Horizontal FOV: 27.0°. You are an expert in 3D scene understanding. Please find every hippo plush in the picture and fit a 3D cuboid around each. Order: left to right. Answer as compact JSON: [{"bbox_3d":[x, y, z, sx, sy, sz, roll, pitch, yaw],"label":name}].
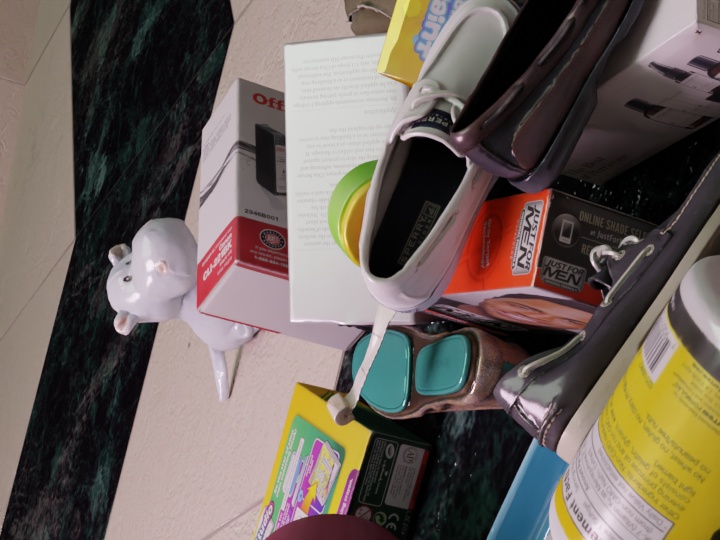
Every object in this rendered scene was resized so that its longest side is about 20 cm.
[{"bbox_3d":[-0.168,-0.001,1.487,0.200,0.160,0.160,-51,33,44],"label":"hippo plush"}]

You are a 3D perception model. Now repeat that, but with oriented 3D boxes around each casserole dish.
[{"bbox_3d":[0.125,0.155,0.870,0.201,0.039,0.121,-68,24,18],"label":"casserole dish"}]

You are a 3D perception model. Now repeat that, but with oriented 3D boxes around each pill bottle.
[{"bbox_3d":[0.161,0.104,0.720,0.201,0.114,0.115,-64,25,26],"label":"pill bottle"}]

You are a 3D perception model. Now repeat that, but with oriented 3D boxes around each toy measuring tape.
[{"bbox_3d":[0.000,0.000,0.951,0.201,0.073,0.074,-67,24,13],"label":"toy measuring tape"}]

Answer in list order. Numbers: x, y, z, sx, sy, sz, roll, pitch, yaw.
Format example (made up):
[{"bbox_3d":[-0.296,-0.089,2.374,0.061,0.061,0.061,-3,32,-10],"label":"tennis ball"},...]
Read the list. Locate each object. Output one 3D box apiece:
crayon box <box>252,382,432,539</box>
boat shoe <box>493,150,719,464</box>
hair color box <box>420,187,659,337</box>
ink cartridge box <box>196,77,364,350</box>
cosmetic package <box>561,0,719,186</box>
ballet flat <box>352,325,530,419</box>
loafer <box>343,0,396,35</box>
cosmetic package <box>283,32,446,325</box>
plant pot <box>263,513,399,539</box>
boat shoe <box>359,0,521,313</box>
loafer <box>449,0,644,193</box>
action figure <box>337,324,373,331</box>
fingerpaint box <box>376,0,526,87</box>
[{"bbox_3d":[-0.027,0.205,1.167,0.172,0.058,0.201,21,96,68],"label":"crayon box"},{"bbox_3d":[0.143,0.006,0.793,0.200,0.063,0.073,-54,-22,-13],"label":"boat shoe"},{"bbox_3d":[0.102,0.000,0.938,0.200,0.101,0.062,-10,65,66],"label":"hair color box"},{"bbox_3d":[-0.059,-0.050,1.284,0.084,0.143,0.201,-49,35,44],"label":"ink cartridge box"},{"bbox_3d":[0.166,-0.111,0.881,0.200,0.082,0.051,-33,45,59],"label":"cosmetic package"},{"bbox_3d":[0.059,0.074,1.036,0.200,0.067,0.069,180,99,-67],"label":"ballet flat"},{"bbox_3d":[0.032,-0.227,1.294,0.200,0.075,0.070,-128,44,-68],"label":"loafer"},{"bbox_3d":[0.006,-0.063,1.071,0.101,0.071,0.202,-1,90,27],"label":"cosmetic package"},{"bbox_3d":[-0.020,0.259,0.974,0.179,0.199,0.201,-87,21,-66],"label":"plant pot"},{"bbox_3d":[0.051,-0.074,0.873,0.065,0.073,0.201,44,-120,-71],"label":"boat shoe"},{"bbox_3d":[0.113,-0.144,0.831,0.201,0.063,0.072,-67,20,1],"label":"loafer"},{"bbox_3d":[0.017,-0.058,1.173,0.119,0.101,0.201,147,133,-74],"label":"action figure"},{"bbox_3d":[0.095,-0.206,0.998,0.167,0.073,0.201,3,-76,-69],"label":"fingerpaint box"}]
